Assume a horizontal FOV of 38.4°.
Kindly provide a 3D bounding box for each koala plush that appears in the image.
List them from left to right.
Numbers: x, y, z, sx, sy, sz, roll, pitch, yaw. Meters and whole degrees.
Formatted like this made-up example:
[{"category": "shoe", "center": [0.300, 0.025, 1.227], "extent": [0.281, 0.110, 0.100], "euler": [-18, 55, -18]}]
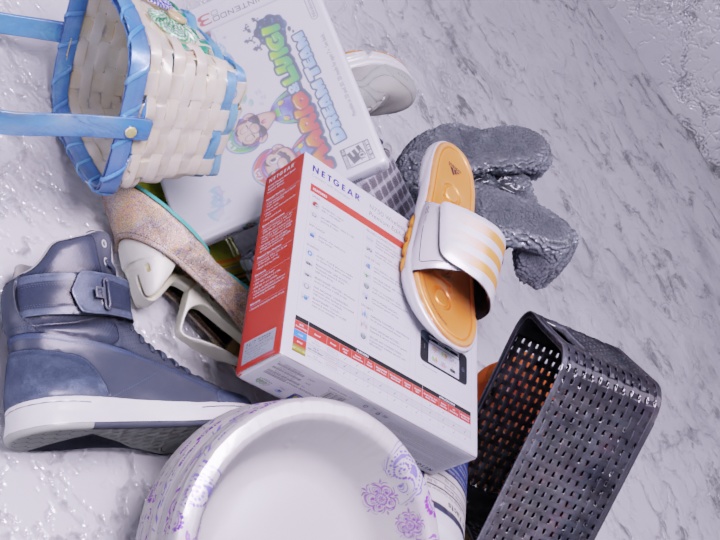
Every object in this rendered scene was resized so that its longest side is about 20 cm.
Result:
[{"category": "koala plush", "center": [0.094, -0.036, 1.082], "extent": [0.183, 0.200, 0.178], "euler": [6, 52, -18]}]

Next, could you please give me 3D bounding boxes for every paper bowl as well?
[{"category": "paper bowl", "center": [-0.053, 0.188, 0.683], "extent": [0.200, 0.104, 0.202], "euler": [8, 76, -32]}]

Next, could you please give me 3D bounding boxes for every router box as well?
[{"category": "router box", "center": [0.008, 0.035, 0.788], "extent": [0.200, 0.049, 0.180], "euler": [32, 46, -32]}]

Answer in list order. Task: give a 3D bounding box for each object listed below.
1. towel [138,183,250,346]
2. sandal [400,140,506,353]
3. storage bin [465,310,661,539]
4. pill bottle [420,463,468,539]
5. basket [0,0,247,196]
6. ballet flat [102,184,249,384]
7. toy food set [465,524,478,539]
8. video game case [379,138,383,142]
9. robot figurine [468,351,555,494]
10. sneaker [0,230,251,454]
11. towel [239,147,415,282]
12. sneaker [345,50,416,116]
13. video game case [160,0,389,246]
[{"category": "towel", "center": [-0.139, -0.031, 0.876], "extent": [0.201, 0.018, 0.086], "euler": [62, 29, 5]}, {"category": "sandal", "center": [0.080, -0.035, 0.824], "extent": [0.079, 0.059, 0.208], "euler": [32, 46, -32]}, {"category": "storage bin", "center": [0.153, 0.152, 0.871], "extent": [0.093, 0.201, 0.135], "euler": [23, 10, -10]}, {"category": "pill bottle", "center": [0.031, 0.193, 0.841], "extent": [0.111, 0.111, 0.201], "euler": [44, 33, -25]}, {"category": "basket", "center": [-0.200, -0.143, 0.752], "extent": [0.199, 0.140, 0.176], "euler": [-6, 39, -34]}, {"category": "ballet flat", "center": [-0.133, 0.014, 0.794], "extent": [0.200, 0.068, 0.067], "euler": [42, 58, -13]}, {"category": "toy food set", "center": [0.102, 0.317, 0.903], "extent": [0.198, 0.049, 0.200], "euler": [51, 30, -15]}, {"category": "video game case", "center": [-0.061, -0.130, 1.044], "extent": [0.143, 0.019, 0.200], "euler": [36, 34, -5]}, {"category": "robot figurine", "center": [0.144, 0.162, 1.037], "extent": [0.117, 0.144, 0.200], "euler": [42, 30, 3]}, {"category": "sneaker", "center": [-0.156, 0.050, 0.718], "extent": [0.202, 0.077, 0.147], "euler": [15, 54, -50]}, {"category": "towel", "center": [0.000, 0.000, 0.907], "extent": [0.166, 0.085, 0.200], "euler": [63, 36, -14]}, {"category": "sneaker", "center": [-0.023, -0.148, 0.947], "extent": [0.199, 0.076, 0.092], "euler": [-5, 60, -38]}, {"category": "video game case", "center": [-0.094, -0.139, 0.861], "extent": [0.024, 0.181, 0.201], "euler": [54, 15, -74]}]
